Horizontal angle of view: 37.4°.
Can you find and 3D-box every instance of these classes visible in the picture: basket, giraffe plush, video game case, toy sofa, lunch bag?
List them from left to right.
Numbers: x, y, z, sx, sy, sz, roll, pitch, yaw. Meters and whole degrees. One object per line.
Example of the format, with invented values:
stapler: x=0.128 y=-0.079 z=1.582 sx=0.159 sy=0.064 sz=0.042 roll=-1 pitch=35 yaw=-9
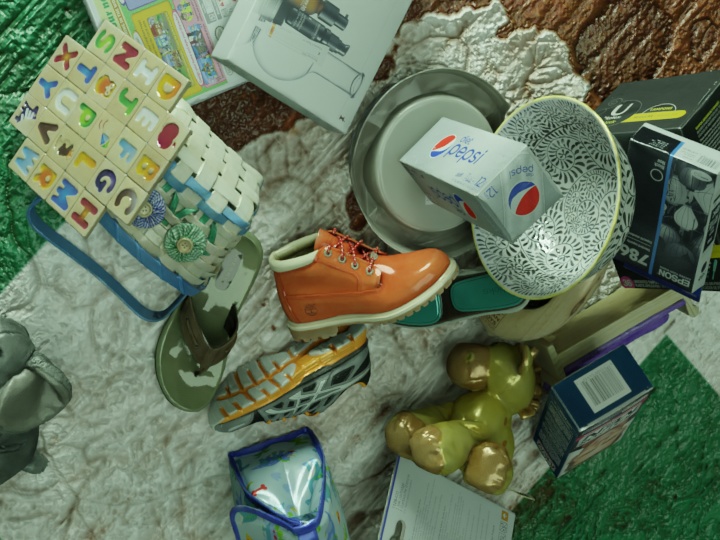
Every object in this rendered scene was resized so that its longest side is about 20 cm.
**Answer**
basket: x=-0.206 y=-0.055 z=1.033 sx=0.176 sy=0.140 sz=0.199 roll=40 pitch=124 yaw=-22
video game case: x=-0.175 y=-0.268 z=1.038 sx=0.180 sy=0.022 sz=0.203 roll=-25 pitch=112 yaw=-12
lunch bag: x=-0.065 y=0.294 z=1.134 sx=0.125 sy=0.200 sz=0.173 roll=-18 pitch=111 yaw=-13
giraffe plush: x=0.139 y=0.152 z=1.198 sx=0.197 sy=0.172 sz=0.165 roll=21 pitch=87 yaw=-27
toy sofa: x=0.296 y=0.073 z=1.261 sx=0.198 sy=0.083 sz=0.099 roll=-28 pitch=111 yaw=-9

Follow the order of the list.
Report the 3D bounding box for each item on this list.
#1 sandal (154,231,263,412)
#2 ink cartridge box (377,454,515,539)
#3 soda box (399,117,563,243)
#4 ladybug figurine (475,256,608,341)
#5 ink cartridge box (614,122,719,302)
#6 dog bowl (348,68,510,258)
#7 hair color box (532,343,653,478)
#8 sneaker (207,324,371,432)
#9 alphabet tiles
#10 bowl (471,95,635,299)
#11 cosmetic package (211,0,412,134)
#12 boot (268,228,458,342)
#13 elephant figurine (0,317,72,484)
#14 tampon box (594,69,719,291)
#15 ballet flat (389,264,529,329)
sandal: x=-0.159 y=0.053 z=1.112 sx=0.079 sy=0.057 sz=0.204 roll=17 pitch=99 yaw=-22
ink cartridge box: x=0.084 y=0.340 z=1.223 sx=0.198 sy=0.047 sz=0.201 roll=30 pitch=60 yaw=-26
soda box: x=0.110 y=-0.091 z=1.024 sx=0.068 sy=0.200 sz=0.064 roll=-43 pitch=113 yaw=-4
ladybug figurine: x=0.207 y=-0.006 z=1.194 sx=0.201 sy=0.136 sz=0.072 roll=-50 pitch=157 yaw=17
ink cartridge box: x=0.319 y=-0.048 z=1.108 sx=0.039 sy=0.098 sz=0.202 roll=-42 pitch=143 yaw=-32
dog bowl: x=0.076 y=-0.117 z=1.146 sx=0.196 sy=0.059 sz=0.204 roll=-5 pitch=106 yaw=-17
hair color box: x=0.262 y=0.166 z=1.221 sx=0.099 sy=0.201 sz=0.061 roll=-28 pitch=67 yaw=-9
sneaker: x=-0.071 y=0.129 z=1.156 sx=0.197 sy=0.078 sz=0.078 roll=-26 pitch=121 yaw=-9
alphabet tiles: x=-0.241 y=-0.132 z=0.971 sx=0.168 sy=0.199 sz=0.006 roll=-54 pitch=150 yaw=2
bowl: x=0.213 y=-0.068 z=1.084 sx=0.093 sy=0.200 sz=0.205 roll=8 pitch=103 yaw=-37
cosmetic package: x=-0.036 y=-0.262 z=1.056 sx=0.149 sy=0.051 sz=0.203 roll=27 pitch=89 yaw=-31
boot: x=0.000 y=0.000 z=1.109 sx=0.196 sy=0.075 sz=0.109 roll=-16 pitch=114 yaw=14
elephant figurine: x=-0.347 y=0.106 z=1.016 sx=0.140 sy=0.155 sz=0.202 roll=31 pitch=103 yaw=-1
tampon box: x=0.348 y=-0.097 z=1.177 sx=0.126 sy=0.148 sz=0.202 roll=-42 pitch=116 yaw=-32
ballet flat: x=0.098 y=0.025 z=1.172 sx=0.196 sy=0.070 sz=0.071 roll=-5 pitch=111 yaw=21
